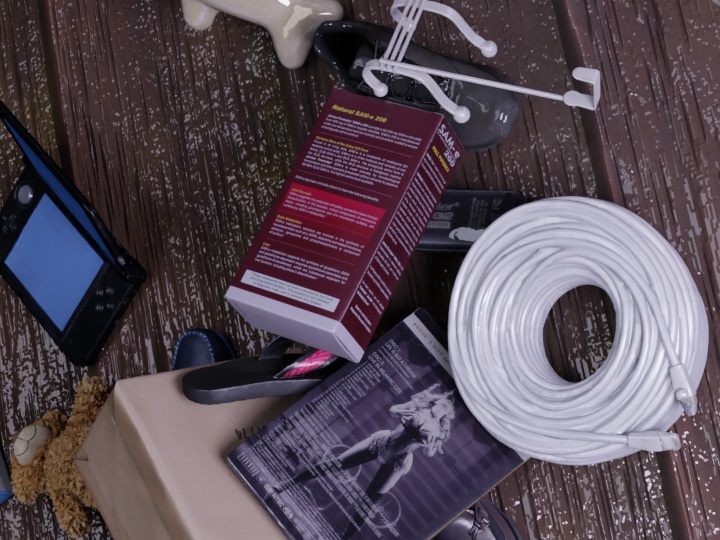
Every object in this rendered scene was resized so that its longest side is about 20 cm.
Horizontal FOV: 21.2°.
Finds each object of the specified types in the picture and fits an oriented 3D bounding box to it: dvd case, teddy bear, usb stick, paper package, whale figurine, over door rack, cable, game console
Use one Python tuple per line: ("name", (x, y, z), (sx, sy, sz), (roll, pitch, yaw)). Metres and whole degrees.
("dvd case", (0.019, 0.141, 1.487), (0.200, 0.016, 0.149), (-37, 75, -17))
("teddy bear", (-0.252, 0.174, 1.765), (0.200, 0.067, 0.145), (27, 99, 39))
("usb stick", (0.043, -0.041, 1.559), (0.199, 0.033, 0.056), (2, 70, 26))
("paper package", (-0.100, 0.173, 1.553), (0.191, 0.200, 0.104), (57, 134, 26))
("whale figurine", (-0.095, -0.273, 1.699), (0.200, 0.104, 0.159), (45, 113, 7))
("over door rack", (0.117, -0.188, 1.493), (0.199, 0.067, 0.148), (7, 59, 27))
("cable", (0.162, 0.045, 1.443), (0.199, 0.069, 0.201), (-9, 80, 31))
("game console", (-0.303, -0.036, 1.804), (0.200, 0.116, 0.176), (46, 112, 33))

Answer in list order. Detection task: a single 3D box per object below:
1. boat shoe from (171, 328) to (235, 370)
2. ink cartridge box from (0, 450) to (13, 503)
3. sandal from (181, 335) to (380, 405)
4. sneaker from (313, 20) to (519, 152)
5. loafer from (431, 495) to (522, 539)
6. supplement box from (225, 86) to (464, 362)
("boat shoe", (-0.142, 0.148, 1.682), (0.084, 0.069, 0.201), (-16, 74, 36))
("ink cartridge box", (-0.444, 0.217, 1.913), (0.200, 0.068, 0.115), (-37, 63, 29))
("sandal", (-0.046, 0.069, 1.537), (0.075, 0.199, 0.045), (24, 118, 60))
("sneaker", (0.039, -0.152, 1.565), (0.200, 0.091, 0.076), (25, 98, 36))
("loafer", (0.069, 0.190, 1.513), (0.072, 0.063, 0.200), (-39, 62, 27))
("supplement box", (-0.011, -0.039, 1.524), (0.109, 0.061, 0.200), (18, 72, 30))
